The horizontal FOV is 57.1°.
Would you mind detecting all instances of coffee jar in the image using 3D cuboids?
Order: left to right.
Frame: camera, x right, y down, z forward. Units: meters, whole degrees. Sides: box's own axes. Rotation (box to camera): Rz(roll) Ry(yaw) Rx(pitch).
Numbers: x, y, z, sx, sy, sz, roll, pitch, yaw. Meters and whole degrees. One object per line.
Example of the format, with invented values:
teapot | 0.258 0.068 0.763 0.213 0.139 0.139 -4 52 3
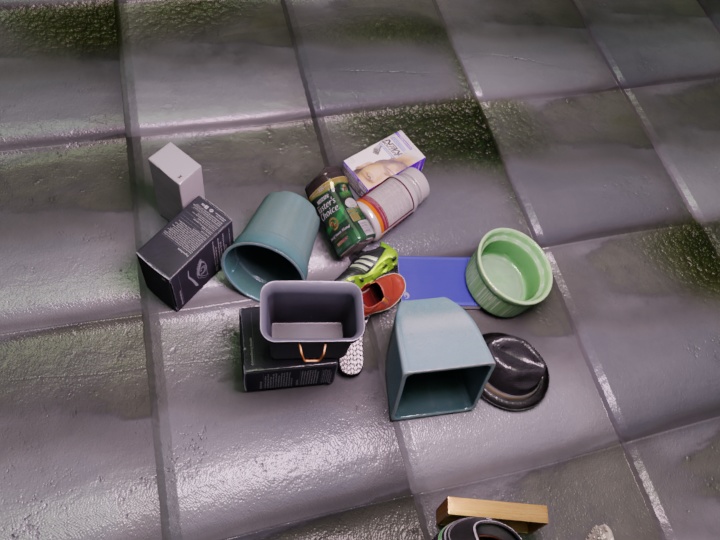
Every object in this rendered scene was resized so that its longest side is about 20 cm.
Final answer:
coffee jar | -0.051 -0.139 1.552 0.084 0.104 0.203 -16 74 -47

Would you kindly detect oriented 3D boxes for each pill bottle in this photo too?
pill bottle | 0.073 -0.167 1.637 0.199 0.110 0.110 -38 71 -26

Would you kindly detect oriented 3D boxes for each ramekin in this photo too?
ramekin | 0.344 0.011 1.566 0.196 0.098 0.204 10 58 -16

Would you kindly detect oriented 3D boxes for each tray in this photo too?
tray | 0.255 0.479 1.295 0.195 0.099 0.038 8 57 -4

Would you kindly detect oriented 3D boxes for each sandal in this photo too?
sandal | -0.021 0.138 1.486 0.074 0.048 0.205 10 68 -5

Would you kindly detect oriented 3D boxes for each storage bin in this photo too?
storage bin | -0.097 0.117 1.290 0.195 0.135 0.148 0 59 -8

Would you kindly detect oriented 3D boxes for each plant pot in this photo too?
plant pot | -0.188 -0.060 1.497 0.196 0.202 0.198 17 50 1
plant pot | 0.149 0.172 1.411 0.191 0.198 0.203 -4 52 -11

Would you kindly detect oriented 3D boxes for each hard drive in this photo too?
hard drive | 0.186 0.028 1.590 0.195 0.026 0.134 1 60 -9

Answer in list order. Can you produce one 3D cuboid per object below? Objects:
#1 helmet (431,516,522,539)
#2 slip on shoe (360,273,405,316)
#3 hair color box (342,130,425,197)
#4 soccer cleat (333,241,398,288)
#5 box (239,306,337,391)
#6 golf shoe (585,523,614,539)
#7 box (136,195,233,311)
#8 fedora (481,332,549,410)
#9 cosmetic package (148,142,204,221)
helmet | 0.204 0.547 1.194 0.198 0.202 0.190 35 24 12
slip on shoe | 0.040 0.052 1.480 0.198 0.061 0.075 -24 74 -45
hair color box | 0.060 -0.272 1.724 0.198 0.065 0.110 -33 70 -23
soccer cleat | 0.000 0.000 1.562 0.198 0.068 0.081 -30 49 -23
box | -0.155 0.160 1.405 0.195 0.105 0.151 -3 60 -10
golf shoe | 0.480 0.606 1.286 0.096 0.078 0.204 23 63 -15
box | -0.382 -0.037 1.467 0.103 0.149 0.200 35 60 12
fedora | 0.337 0.208 1.469 0.196 0.092 0.204 4 60 -6
cosmetic package | -0.415 -0.182 1.515 0.101 0.201 0.071 37 61 13
